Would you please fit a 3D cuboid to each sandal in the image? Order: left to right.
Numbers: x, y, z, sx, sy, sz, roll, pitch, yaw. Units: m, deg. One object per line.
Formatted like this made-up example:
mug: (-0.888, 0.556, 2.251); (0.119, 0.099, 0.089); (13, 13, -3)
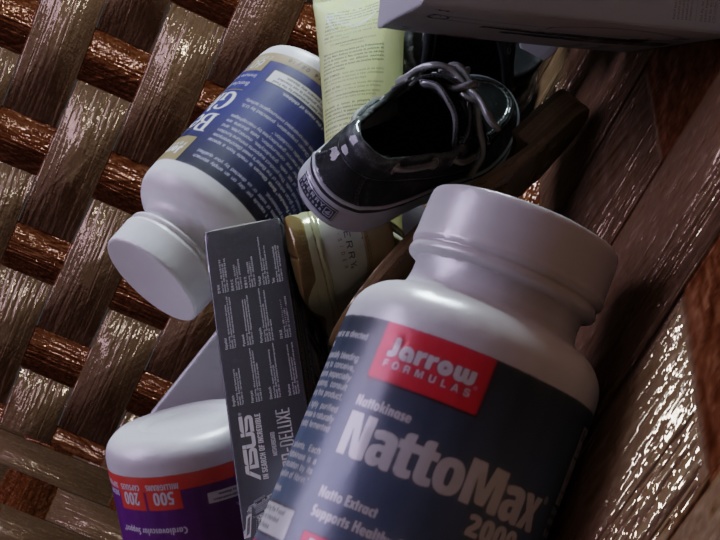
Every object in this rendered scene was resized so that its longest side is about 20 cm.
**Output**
sandal: (0.078, -0.014, 0.883); (0.212, 0.070, 0.078); (-46, -14, -19)

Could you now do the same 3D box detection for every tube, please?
tube: (0.003, -0.108, 1.077); (0.052, 0.058, 0.200); (132, 138, -70)

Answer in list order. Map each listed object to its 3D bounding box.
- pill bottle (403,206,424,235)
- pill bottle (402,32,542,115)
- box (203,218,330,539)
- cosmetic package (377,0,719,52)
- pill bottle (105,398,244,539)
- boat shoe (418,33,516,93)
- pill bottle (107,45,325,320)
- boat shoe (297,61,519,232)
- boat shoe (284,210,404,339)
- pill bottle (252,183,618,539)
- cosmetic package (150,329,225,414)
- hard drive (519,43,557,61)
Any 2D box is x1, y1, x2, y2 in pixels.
pill bottle: (-0.019, 0.004, 1.310); (0.200, 0.112, 0.112); (121, 169, -48)
pill bottle: (0.065, -0.136, 1.148); (0.200, 0.112, 0.112); (130, 162, -64)
box: (-0.043, 0.090, 0.925); (0.158, 0.050, 0.200); (68, -168, -69)
cosmetic package: (0.094, -0.148, 0.806); (0.200, 0.151, 0.052); (-130, 47, -82)
pill bottle: (-0.098, 0.194, 1.032); (0.112, 0.112, 0.200); (-117, 16, -81)
boat shoe: (0.069, -0.114, 1.020); (0.062, 0.075, 0.200); (-64, -19, -48)
pill bottle: (-0.089, -0.062, 1.124); (0.200, 0.111, 0.111); (-50, 0, -25)
boat shoe: (0.043, -0.085, 0.887); (0.199, 0.074, 0.068); (-23, -20, -48)
boat shoe: (0.000, 0.000, 0.953); (0.200, 0.066, 0.074); (43, -146, -84)
pill bottle: (0.036, 0.070, 0.678); (0.120, 0.120, 0.200); (152, 141, -78)
cosmetic package: (-0.059, 0.047, 1.131); (0.200, 0.071, 0.101); (-51, -3, 0)
hard drive: (0.153, -0.222, 0.995); (0.132, 0.026, 0.200); (-62, -1, 27)
